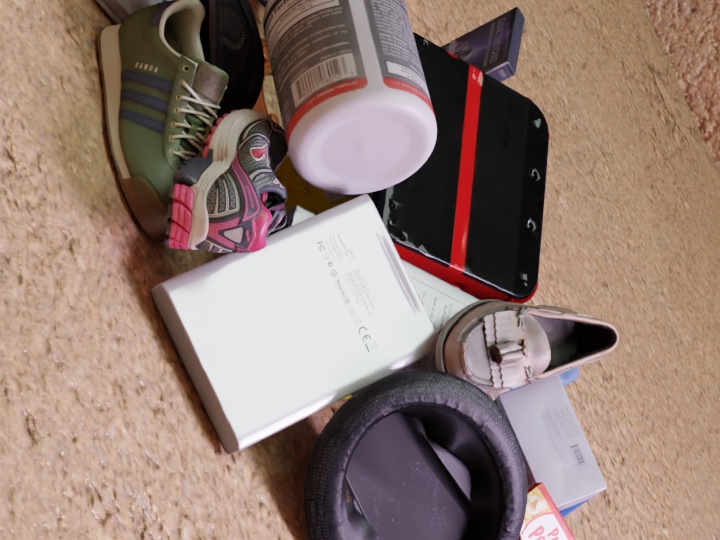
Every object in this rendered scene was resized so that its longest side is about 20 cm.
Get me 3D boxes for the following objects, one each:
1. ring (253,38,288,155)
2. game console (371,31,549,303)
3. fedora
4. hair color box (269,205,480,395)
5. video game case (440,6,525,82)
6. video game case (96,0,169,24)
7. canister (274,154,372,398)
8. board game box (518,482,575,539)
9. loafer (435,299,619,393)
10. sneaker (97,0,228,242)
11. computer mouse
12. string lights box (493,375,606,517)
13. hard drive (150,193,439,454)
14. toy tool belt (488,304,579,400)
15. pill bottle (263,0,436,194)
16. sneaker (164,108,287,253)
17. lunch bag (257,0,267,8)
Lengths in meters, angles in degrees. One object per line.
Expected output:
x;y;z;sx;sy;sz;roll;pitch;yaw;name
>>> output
-0.048;-0.125;1.977;0.201;0.019;0.201;49;24;-32;ring
0.081;-0.079;1.765;0.176;0.031;0.201;25;57;-32;game console
0.030;0.164;1.651;0.201;0.200;0.092;53;-10;-25;fedora
0.006;0.041;1.687;0.200;0.061;0.099;27;61;-24;hair color box
0.054;-0.164;1.957;0.019;0.199;0.143;58;20;-19;video game case
-0.203;-0.279;1.785;0.182;0.023;0.200;49;25;-34;video game case
0.000;0.000;1.827;0.148;0.086;0.201;7;59;-64;canister
0.140;0.270;1.760;0.046;0.151;0.200;-35;100;-28;board game box
0.133;0.055;1.694;0.200;0.063;0.072;-7;92;-56;loafer
-0.141;-0.125;1.639;0.067;0.090;0.201;37;32;-51;sneaker
-0.103;-0.197;1.717;0.139;0.053;0.201;-125;-148;-52;computer mouse
0.131;0.168;1.821;0.103;0.059;0.200;67;-20;13;string lights box
-0.045;0.037;1.603;0.200;0.027;0.132;-25;88;-36;hard drive
0.143;0.084;1.964;0.200;0.123;0.125;10;37;-52;toy tool belt
-0.014;-0.169;1.690;0.116;0.116;0.201;40;30;-47;pill bottle
-0.085;-0.058;1.605;0.200;0.074;0.081;-63;164;-63;sneaker
-0.086;-0.338;2.007;0.170;0.124;0.200;51;15;-30;lunch bag
